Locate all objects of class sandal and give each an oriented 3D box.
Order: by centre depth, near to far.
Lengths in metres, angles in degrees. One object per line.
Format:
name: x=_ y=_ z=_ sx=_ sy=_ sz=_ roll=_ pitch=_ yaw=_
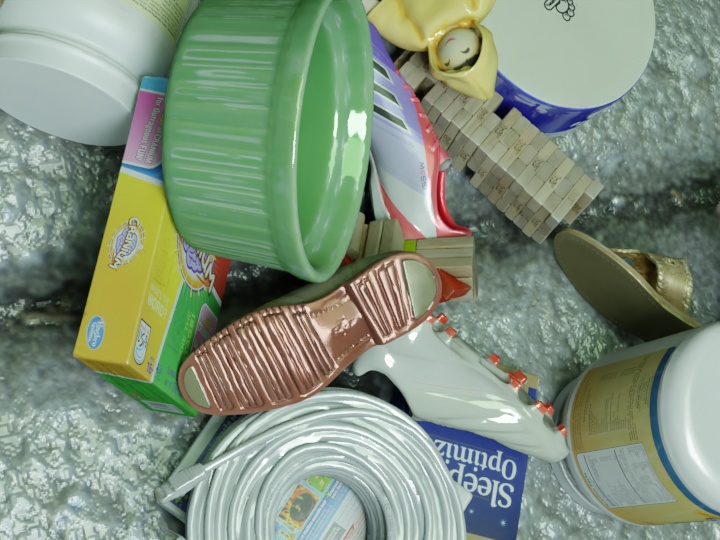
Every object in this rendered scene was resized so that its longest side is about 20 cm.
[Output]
sandal: x=0.263 y=0.023 z=1.119 sx=0.211 sy=0.078 sz=0.070 roll=42 pitch=63 yaw=13

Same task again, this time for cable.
cable: x=-0.027 y=0.186 z=0.934 sx=0.199 sy=0.069 sz=0.201 roll=-37 pitch=87 yaw=-20

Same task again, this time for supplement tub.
supplement tub: x=-0.189 y=-0.208 z=0.955 sx=0.144 sy=0.145 sz=0.202 roll=21 pitch=70 yaw=-17
supplement tub: x=0.249 y=0.126 z=1.036 sx=0.143 sy=0.200 sz=0.146 roll=5 pitch=76 yaw=-21

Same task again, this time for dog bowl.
dog bowl: x=0.155 y=-0.222 z=1.145 sx=0.198 sy=0.079 sz=0.202 roll=5 pitch=76 yaw=-22

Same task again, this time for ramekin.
ramekin: x=-0.061 y=-0.097 z=0.900 sx=0.097 sy=0.200 sz=0.202 roll=7 pitch=72 yaw=13

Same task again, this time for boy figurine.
boy figurine: x=0.053 y=-0.225 z=1.050 sx=0.123 sy=0.064 sz=0.202 roll=-21 pitch=76 yaw=13

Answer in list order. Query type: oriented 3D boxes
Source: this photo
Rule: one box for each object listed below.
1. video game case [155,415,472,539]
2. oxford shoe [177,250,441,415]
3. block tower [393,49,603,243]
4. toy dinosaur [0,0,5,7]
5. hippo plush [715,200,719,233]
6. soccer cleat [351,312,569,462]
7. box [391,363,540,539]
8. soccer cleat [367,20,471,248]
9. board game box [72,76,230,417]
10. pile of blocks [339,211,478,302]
video game case: x=-0.033 y=0.170 z=0.982 sx=0.199 sy=0.018 sz=0.144 roll=36 pitch=71 yaw=-2
oxford shoe: x=-0.038 y=0.045 z=0.944 sx=0.198 sy=0.074 sz=0.071 roll=-23 pitch=102 yaw=-7
block tower: x=0.104 y=-0.108 z=1.090 sx=0.200 sy=0.054 sz=0.058 roll=41 pitch=66 yaw=3
toy dinosaur: x=-0.287 y=-0.165 z=0.908 sx=0.058 sy=0.199 sz=0.102 roll=3 pitch=58 yaw=-53
hippo plush: x=0.351 y=0.032 z=1.143 sx=0.158 sy=0.200 sz=0.162 roll=28 pitch=91 yaw=-14
soccer cleat: x=0.080 y=0.097 z=1.017 sx=0.199 sy=0.069 sz=0.078 roll=38 pitch=101 yaw=-22
box: x=0.073 y=0.167 z=1.044 sx=0.120 sy=0.032 sz=0.202 roll=17 pitch=72 yaw=-19
soccer cleat: x=0.034 y=-0.108 z=1.048 sx=0.068 sy=0.073 sz=0.202 roll=-26 pitch=103 yaw=-70
board game box: x=-0.135 y=-0.012 z=0.930 sx=0.040 sy=0.153 sz=0.202 roll=7 pitch=73 yaw=13
pile of blocks: x=0.000 y=0.000 z=1.016 sx=0.198 sy=0.083 sz=0.062 roll=17 pitch=41 yaw=-5
